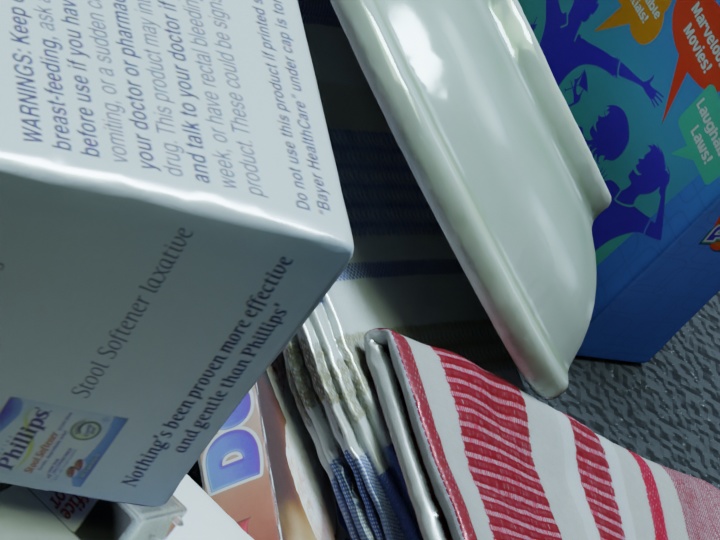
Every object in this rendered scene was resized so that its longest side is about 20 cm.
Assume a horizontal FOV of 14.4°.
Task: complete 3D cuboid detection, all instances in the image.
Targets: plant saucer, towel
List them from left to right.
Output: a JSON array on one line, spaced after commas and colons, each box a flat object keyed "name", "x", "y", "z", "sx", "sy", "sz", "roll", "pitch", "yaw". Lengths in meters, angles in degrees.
[{"name": "towel", "x": 0.000, "y": 0.000, "z": 0.869, "sx": 0.200, "sy": 0.024, "sz": 0.147, "roll": 66, "pitch": 21, "yaw": 7}, {"name": "plant saucer", "x": 0.035, "y": -0.058, "z": 0.901, "sx": 0.200, "sy": 0.050, "sz": 0.200, "roll": 63, "pitch": 6, "yaw": -11}, {"name": "towel", "x": 0.080, "y": 0.101, "z": 0.848, "sx": 0.200, "sy": 0.023, "sz": 0.144, "roll": 29, "pitch": 35, "yaw": -51}]

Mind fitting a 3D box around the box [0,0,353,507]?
[{"name": "box", "x": -0.123, "y": -0.059, "z": 0.675, "sx": 0.200, "sy": 0.105, "sz": 0.184, "roll": 14, "pitch": 43, "yaw": -28}]

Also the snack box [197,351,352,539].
[{"name": "snack box", "x": -0.027, "y": 0.039, "z": 0.838, "sx": 0.072, "sy": 0.024, "sz": 0.200, "roll": 51, "pitch": 22, "yaw": -50}]

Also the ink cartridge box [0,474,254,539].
[{"name": "ink cartridge box", "x": -0.125, "y": 0.073, "z": 0.699, "sx": 0.200, "sy": 0.083, "sz": 0.147, "roll": 44, "pitch": 37, "yaw": 2}]

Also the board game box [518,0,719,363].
[{"name": "board game box", "x": 0.116, "y": -0.087, "z": 0.966, "sx": 0.045, "sy": 0.200, "sz": 0.152, "roll": 7, "pitch": 49, "yaw": -37}]
